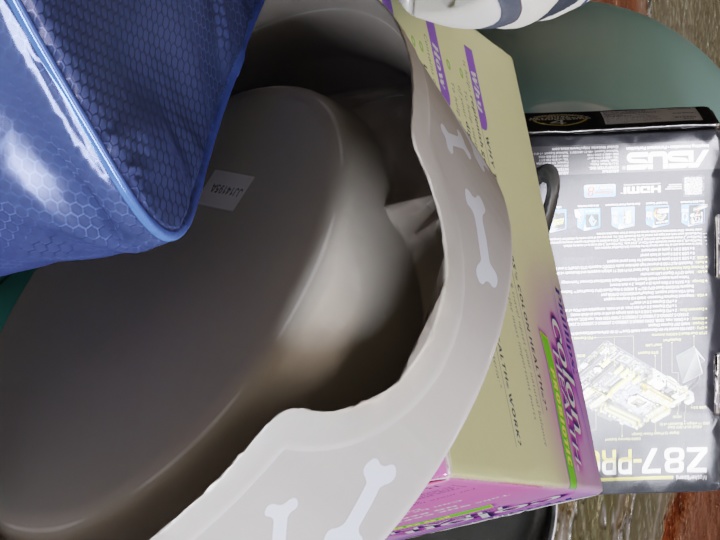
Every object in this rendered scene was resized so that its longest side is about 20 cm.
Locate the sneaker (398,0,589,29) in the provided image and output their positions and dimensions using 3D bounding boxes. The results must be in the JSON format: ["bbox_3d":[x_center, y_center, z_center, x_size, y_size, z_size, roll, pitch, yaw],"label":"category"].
[{"bbox_3d":[0.069,-0.181,0.738,0.129,0.079,0.201,-6,88,-42],"label":"sneaker"}]

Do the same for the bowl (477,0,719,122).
[{"bbox_3d":[0.093,-0.015,1.014,0.105,0.199,0.202,-79,167,-73],"label":"bowl"}]

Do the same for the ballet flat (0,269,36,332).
[{"bbox_3d":[-0.117,0.068,0.703,0.201,0.067,0.076,-65,170,-46],"label":"ballet flat"}]

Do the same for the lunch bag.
[{"bbox_3d":[-0.114,-0.080,0.577,0.201,0.131,0.136,-75,147,-50],"label":"lunch bag"}]

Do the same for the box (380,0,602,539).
[{"bbox_3d":[0.000,0.000,0.778,0.200,0.096,0.177,17,59,-69],"label":"box"}]

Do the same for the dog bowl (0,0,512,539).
[{"bbox_3d":[-0.042,0.019,0.603,0.059,0.199,0.201,40,51,-31],"label":"dog bowl"}]

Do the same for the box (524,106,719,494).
[{"bbox_3d":[0.054,0.015,0.944,0.049,0.198,0.163,-84,171,-76],"label":"box"}]

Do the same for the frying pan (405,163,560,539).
[{"bbox_3d":[0.032,0.052,0.904,0.031,0.114,0.192,-1,93,-59],"label":"frying pan"}]
